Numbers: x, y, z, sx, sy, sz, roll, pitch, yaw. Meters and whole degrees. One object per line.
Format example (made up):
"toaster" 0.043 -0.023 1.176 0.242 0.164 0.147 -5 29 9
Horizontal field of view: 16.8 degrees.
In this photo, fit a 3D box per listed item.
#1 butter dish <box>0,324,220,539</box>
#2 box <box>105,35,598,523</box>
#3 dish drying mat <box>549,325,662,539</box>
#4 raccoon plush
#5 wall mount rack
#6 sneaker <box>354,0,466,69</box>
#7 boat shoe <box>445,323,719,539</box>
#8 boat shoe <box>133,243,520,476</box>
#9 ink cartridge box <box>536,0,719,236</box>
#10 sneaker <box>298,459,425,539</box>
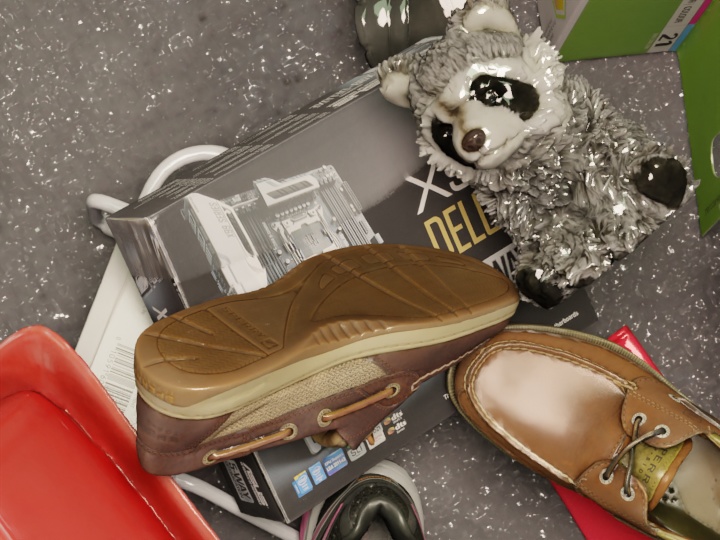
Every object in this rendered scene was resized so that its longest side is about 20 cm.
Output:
"butter dish" -0.169 0.162 1.063 0.200 0.148 0.200 -42 82 29
"box" 0.000 0.000 1.150 0.200 0.050 0.158 -30 106 -27
"dish drying mat" 0.153 0.130 1.190 0.077 0.018 0.200 -34 84 18
"raccoon plush" 0.076 -0.062 1.127 0.097 0.200 0.134 -40 91 5
"wall mount rack" -0.072 0.050 1.174 0.173 0.075 0.200 21 77 2
"sneaker" 0.049 -0.192 1.229 0.090 0.076 0.201 0 85 16
"boat shoe" 0.134 0.083 1.127 0.200 0.068 0.072 25 94 -5
"boat shoe" -0.015 0.044 1.083 0.200 0.072 0.072 -19 41 -37
"ink cartridge box" 0.137 -0.127 1.194 0.076 0.148 0.201 -5 78 -7
"sneaker" -0.002 0.189 1.130 0.080 0.086 0.201 -4 90 -5
